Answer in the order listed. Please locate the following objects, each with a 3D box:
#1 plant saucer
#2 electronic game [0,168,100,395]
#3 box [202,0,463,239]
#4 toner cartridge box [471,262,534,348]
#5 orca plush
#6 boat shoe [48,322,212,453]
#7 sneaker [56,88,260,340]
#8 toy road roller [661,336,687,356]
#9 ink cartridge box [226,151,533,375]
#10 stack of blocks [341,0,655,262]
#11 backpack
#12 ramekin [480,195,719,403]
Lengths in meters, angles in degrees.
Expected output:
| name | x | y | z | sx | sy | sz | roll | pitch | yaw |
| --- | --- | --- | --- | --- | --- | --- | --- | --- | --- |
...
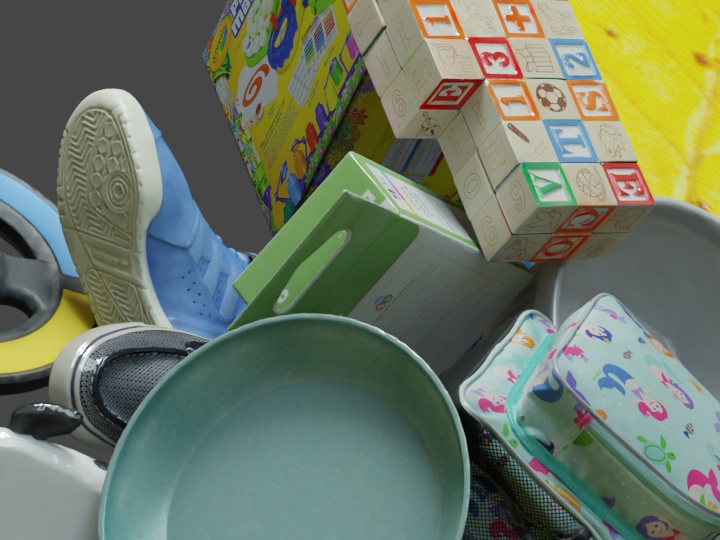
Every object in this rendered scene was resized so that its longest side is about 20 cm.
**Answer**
| name | x | y | z | sx | sy | sz | roll | pitch | yaw |
| --- | --- | --- | --- | --- | --- | --- | --- | --- | --- |
| plant saucer | -0.034 | 0.120 | 1.422 | 0.200 | 0.200 | 0.036 | 53 | 3 | 31 |
| electronic game | -0.238 | -0.004 | 1.605 | 0.200 | 0.042 | 0.200 | 18 | 37 | -14 |
| box | 0.009 | -0.143 | 1.806 | 0.122 | 0.200 | 0.193 | 5 | 42 | -29 |
| toner cartridge box | 0.103 | 0.003 | 1.821 | 0.095 | 0.043 | 0.200 | 19 | 36 | -16 |
| orca plush | -0.155 | 0.115 | 1.489 | 0.200 | 0.105 | 0.071 | -5 | 8 | -17 |
| boat shoe | -0.066 | 0.068 | 1.524 | 0.093 | 0.075 | 0.200 | -1 | -6 | 42 |
| sneaker | -0.100 | -0.009 | 1.622 | 0.111 | 0.077 | 0.200 | -13 | 87 | -49 |
| toy road roller | 0.277 | 0.037 | 1.803 | 0.200 | 0.146 | 0.123 | 30 | 34 | 2 |
| ink cartridge box | 0.000 | 0.000 | 1.578 | 0.200 | 0.104 | 0.059 | 22 | 24 | -54 |
| stack of blocks | 0.074 | -0.104 | 1.612 | 0.115 | 0.059 | 0.200 | -3 | 60 | -34 |
| backpack | 0.124 | 0.122 | 1.495 | 0.200 | 0.151 | 0.178 | 52 | 25 | -2 |
| ramekin | 0.163 | 0.066 | 1.682 | 0.200 | 0.105 | 0.200 | 15 | 61 | -29 |
